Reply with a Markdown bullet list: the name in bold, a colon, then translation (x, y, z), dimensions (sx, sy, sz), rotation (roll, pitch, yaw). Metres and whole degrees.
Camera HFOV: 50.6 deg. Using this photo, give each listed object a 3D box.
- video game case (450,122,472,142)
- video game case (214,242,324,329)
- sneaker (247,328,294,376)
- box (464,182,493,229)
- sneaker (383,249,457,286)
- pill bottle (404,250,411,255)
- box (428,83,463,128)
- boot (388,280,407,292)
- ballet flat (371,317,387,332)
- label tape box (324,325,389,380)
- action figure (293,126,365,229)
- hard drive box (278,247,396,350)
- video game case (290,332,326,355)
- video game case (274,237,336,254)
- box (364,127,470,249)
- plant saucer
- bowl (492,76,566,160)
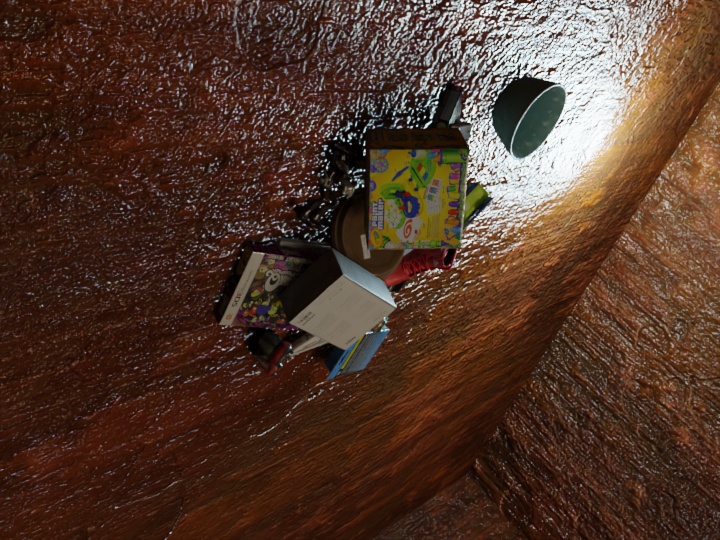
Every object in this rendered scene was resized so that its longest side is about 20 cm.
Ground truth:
- **video game case**: translation (0.201, -0.227, 1.663), dimensions (0.200, 0.022, 0.187), rotation (-39, 142, -71)
- **video game case**: translation (-0.176, 0.037, 1.546), dimensions (0.196, 0.036, 0.184), rotation (8, 122, -40)
- **sneaker**: translation (-0.206, 0.180, 1.711), dimensions (0.071, 0.097, 0.201), rotation (-51, 178, -19)
- **box**: translation (0.230, -0.153, 1.818), dimensions (0.122, 0.048, 0.200), rotation (-47, -166, -2)
- **sneaker**: translation (0.138, -0.021, 1.771), dimensions (0.198, 0.115, 0.079), rotation (-37, 117, -11)
- **pill bottle**: translation (0.087, -0.091, 1.744), dimensions (0.198, 0.109, 0.110), rotation (-33, 150, -27)
- **box**: translation (0.180, -0.278, 1.651), dimensions (0.202, 0.037, 0.139), rotation (86, 22, -55)
- **boot**: translation (0.061, 0.002, 1.861), dimensions (0.156, 0.079, 0.214), rotation (-24, 145, -38)
- **ballet flat**: translation (0.041, 0.102, 1.962), dimensions (0.071, 0.065, 0.200), rotation (-53, -179, 10)
- **label tape box**: translation (-0.024, 0.200, 1.996), dimensions (0.146, 0.063, 0.198), rotation (-57, 156, 18)
- **action figure**: translation (-0.038, -0.168, 1.467), dimensions (0.202, 0.102, 0.118), rotation (-53, 160, 13)
- **hard drive box**: translation (-0.045, 0.064, 1.564), dimensions (0.155, 0.078, 0.199), rotation (-39, 140, 16)
- **video game case**: translation (-0.077, 0.149, 1.825), dimensions (0.197, 0.024, 0.181), rotation (-15, 165, -46)
- **video game case**: translation (-0.108, 0.003, 1.607), dimensions (0.196, 0.018, 0.146), rotation (5, 123, -35)
- **box**: translation (0.103, -0.159, 1.478), dimensions (0.187, 0.123, 0.205), rotation (-1, 119, -4)
- **plant saucer**: translation (0.025, -0.075, 1.623), dimensions (0.196, 0.029, 0.207), rotation (0, 91, -34)
- **bowl**: translation (0.389, -0.379, 1.819), dimensions (0.199, 0.105, 0.203), rotation (-35, 151, -23)
